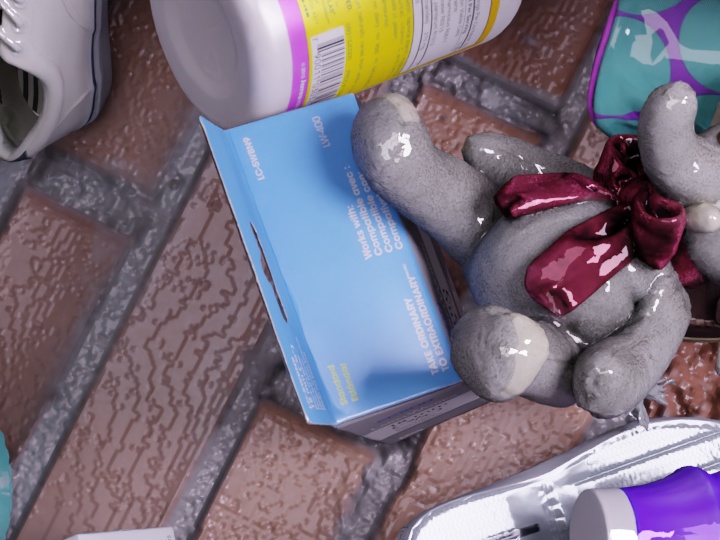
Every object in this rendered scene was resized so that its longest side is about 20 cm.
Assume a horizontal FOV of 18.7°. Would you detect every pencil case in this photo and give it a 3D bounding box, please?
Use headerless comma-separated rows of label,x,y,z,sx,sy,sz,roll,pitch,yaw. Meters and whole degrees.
pencil case,0.213,-0.084,1.041,0.200,0.085,0.093,15,124,10

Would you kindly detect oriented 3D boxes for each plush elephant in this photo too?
plush elephant,0.124,-0.018,0.946,0.155,0.200,0.165,-41,44,19

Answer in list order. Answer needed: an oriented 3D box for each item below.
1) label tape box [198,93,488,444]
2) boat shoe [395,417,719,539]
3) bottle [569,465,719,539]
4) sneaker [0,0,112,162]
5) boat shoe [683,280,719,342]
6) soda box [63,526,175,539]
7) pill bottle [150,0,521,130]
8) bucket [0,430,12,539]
label tape box,0.000,0.000,1.008,0.063,0.200,0.145,-22,80,7
boat shoe,0.105,0.115,1.045,0.200,0.067,0.074,-9,81,-14
bottle,0.195,0.120,0.987,0.199,0.084,0.065,0,79,-17
sneaker,-0.161,-0.135,1.055,0.073,0.200,0.071,18,48,21
boat shoe,0.202,-0.001,1.039,0.199,0.072,0.072,4,83,11
soda box,-0.113,0.228,1.039,0.068,0.064,0.200,-25,72,40
pill bottle,0.007,-0.144,1.041,0.200,0.104,0.104,-24,78,-28
bucket,-0.276,0.108,1.076,0.207,0.135,0.208,-1,83,9
